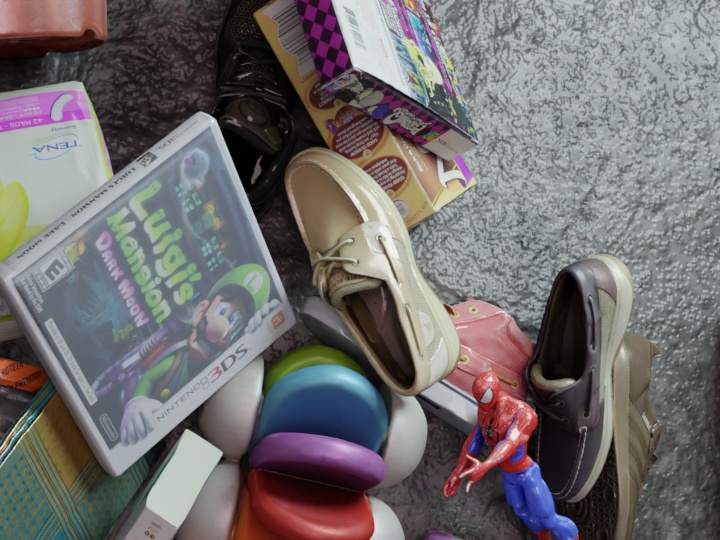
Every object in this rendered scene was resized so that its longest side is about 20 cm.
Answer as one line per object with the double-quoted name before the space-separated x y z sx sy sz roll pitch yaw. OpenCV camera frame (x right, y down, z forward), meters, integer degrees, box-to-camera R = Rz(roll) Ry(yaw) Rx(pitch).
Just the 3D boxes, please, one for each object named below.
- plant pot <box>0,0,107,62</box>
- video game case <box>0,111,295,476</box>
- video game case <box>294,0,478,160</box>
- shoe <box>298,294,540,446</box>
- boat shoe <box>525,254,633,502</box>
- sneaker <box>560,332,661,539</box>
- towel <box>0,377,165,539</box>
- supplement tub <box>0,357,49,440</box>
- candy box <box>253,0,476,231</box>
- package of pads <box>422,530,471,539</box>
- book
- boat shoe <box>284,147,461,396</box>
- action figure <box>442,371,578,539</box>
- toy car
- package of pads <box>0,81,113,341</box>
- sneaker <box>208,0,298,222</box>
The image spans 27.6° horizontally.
"plant pot" -0.269 -0.256 1.069 0.200 0.201 0.196 -6 94 -13
"video game case" -0.140 0.020 1.012 0.182 0.023 0.200 -41 135 -23
"video game case" 0.006 -0.197 1.104 0.036 0.181 0.201 -29 64 24
"shoe" 0.052 0.052 1.164 0.200 0.071 0.091 33 76 -13
"boat shoe" 0.160 0.086 1.145 0.065 0.072 0.201 -1 108 -38
"sneaker" 0.214 0.150 1.188 0.075 0.070 0.201 2 93 -34
"towel" -0.208 0.145 1.031 0.022 0.147 0.200 8 43 24
"supplement tub" -0.281 0.161 1.046 0.122 0.123 0.201 15 81 -11
"candy box" 0.006 -0.130 1.143 0.056 0.117 0.201 -30 91 24
"package of pads" 0.060 0.299 1.110 0.075 0.120 0.201 24 79 -9
"book" -0.171 0.219 1.019 0.048 0.134 0.200 34 105 -3
"boat shoe" 0.000 0.000 1.078 0.201 0.072 0.065 60 33 3
"action figure" 0.107 0.174 1.121 0.099 0.065 0.201 -33 116 -29
"toy car" -0.038 0.153 1.088 0.174 0.150 0.201 14 81 -11
"package of pads" -0.250 -0.042 1.061 0.154 0.068 0.201 -10 54 -13
"sneaker" -0.078 -0.138 1.131 0.076 0.114 0.200 13 76 -11
